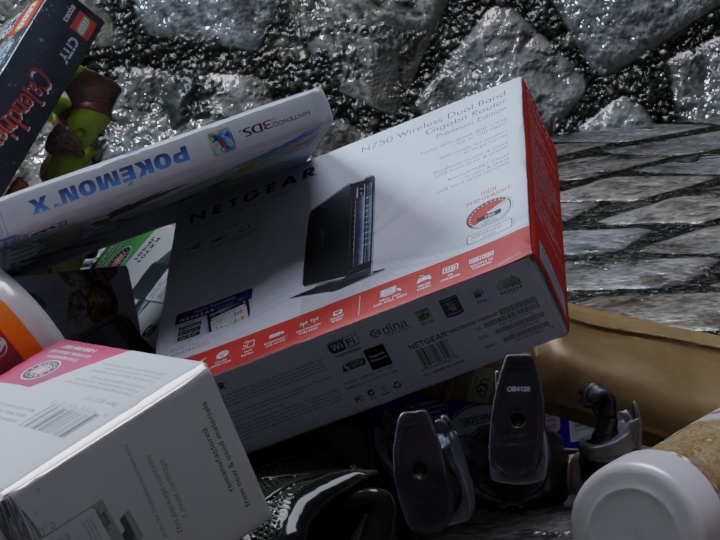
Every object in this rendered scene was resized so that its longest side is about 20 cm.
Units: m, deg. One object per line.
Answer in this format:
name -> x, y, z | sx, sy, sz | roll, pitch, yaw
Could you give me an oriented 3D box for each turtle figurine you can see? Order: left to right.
turtle figurine -> -0.178, -0.034, 1.701 | 0.064, 0.162, 0.200 | 12, -22, 5

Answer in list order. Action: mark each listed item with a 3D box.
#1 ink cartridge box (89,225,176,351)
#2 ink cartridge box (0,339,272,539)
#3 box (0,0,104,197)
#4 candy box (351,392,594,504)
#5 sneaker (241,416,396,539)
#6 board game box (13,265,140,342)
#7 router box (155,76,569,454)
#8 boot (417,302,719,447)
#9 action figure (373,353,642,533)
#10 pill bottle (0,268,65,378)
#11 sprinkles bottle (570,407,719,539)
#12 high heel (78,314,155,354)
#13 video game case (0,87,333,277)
ink cartridge box -> -0.105, 0.056, 1.646 | 0.147, 0.083, 0.200 | -52, 25, -14
ink cartridge box -> -0.163, 0.116, 1.302 | 0.200, 0.083, 0.146 | -32, 20, -27
box -> -0.229, -0.056, 1.656 | 0.136, 0.038, 0.201 | -28, 30, 54
candy box -> 0.030, 0.072, 1.709 | 0.168, 0.077, 0.200 | -11, 11, -30
sneaker -> -0.017, 0.119, 1.420 | 0.114, 0.077, 0.199 | 0, 12, 23
board game box -> -0.253, 0.049, 1.581 | 0.199, 0.041, 0.199 | -6, -11, -37
router box -> 0.000, 0.000, 1.454 | 0.199, 0.049, 0.180 | -21, 28, 13
boot -> 0.135, 0.035, 1.604 | 0.199, 0.066, 0.176 | 13, 42, -2
action figure -> 0.068, 0.085, 1.397 | 0.129, 0.070, 0.200 | -13, -8, 8
pill bottle -> -0.234, 0.089, 1.411 | 0.200, 0.110, 0.109 | -40, 22, -21
sprinkles bottle -> 0.170, 0.104, 1.418 | 0.068, 0.069, 0.200 | -1, 8, 29
high heel -> -0.161, 0.120, 1.486 | 0.200, 0.071, 0.143 | -40, 44, -4
video game case -> -0.110, -0.038, 1.504 | 0.182, 0.022, 0.200 | -20, -4, -8
